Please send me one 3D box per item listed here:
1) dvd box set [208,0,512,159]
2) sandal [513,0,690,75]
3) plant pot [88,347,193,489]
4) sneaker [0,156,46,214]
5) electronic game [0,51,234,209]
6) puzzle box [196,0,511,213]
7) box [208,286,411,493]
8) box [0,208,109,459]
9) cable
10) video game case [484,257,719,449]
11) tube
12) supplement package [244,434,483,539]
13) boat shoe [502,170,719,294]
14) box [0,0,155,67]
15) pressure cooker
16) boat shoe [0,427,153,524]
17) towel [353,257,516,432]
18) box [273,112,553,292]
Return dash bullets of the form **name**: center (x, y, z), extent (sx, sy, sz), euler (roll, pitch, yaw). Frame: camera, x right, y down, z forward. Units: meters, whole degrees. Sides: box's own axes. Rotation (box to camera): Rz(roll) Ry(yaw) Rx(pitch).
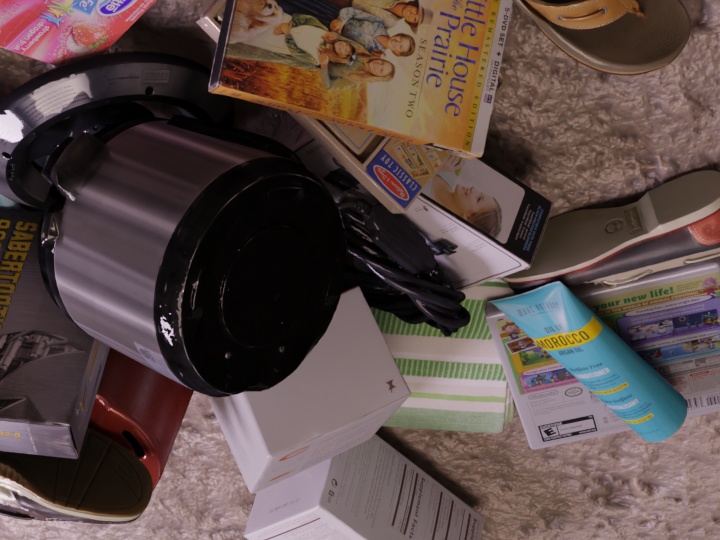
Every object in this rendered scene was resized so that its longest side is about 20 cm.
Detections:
- **dvd box set**: center (0.006, -0.170, 0.973), extent (0.199, 0.147, 0.029), euler (13, 177, -20)
- **sandal**: center (0.147, -0.202, 0.976), extent (0.199, 0.081, 0.054), euler (33, 171, -15)
- **plant pot**: center (-0.222, 0.087, 1.199), extent (0.199, 0.196, 0.202), euler (4, 131, 4)
- **sneaker**: center (-0.293, -0.109, 1.126), extent (0.081, 0.074, 0.201), euler (0, 142, 5)
- **electronic game**: center (-0.193, -0.102, 1.083), extent (0.199, 0.042, 0.200), euler (-16, 157, -7)
- **puzzle box**: center (-0.002, -0.155, 1.001), extent (0.200, 0.133, 0.025), euler (43, 168, -17)
- **box**: center (-0.048, 0.104, 1.170), extent (0.124, 0.098, 0.200), euler (-23, 169, -15)
- **box**: center (-0.272, 0.042, 1.088), extent (0.157, 0.201, 0.049), euler (6, 141, 5)
- **cable**: center (0.000, 0.000, 1.129), extent (0.163, 0.051, 0.200), euler (-1, 149, 48)
- **video game case**: center (0.225, 0.073, 1.230), extent (0.199, 0.022, 0.183), euler (-13, 131, 11)
- **tube**: center (0.198, 0.072, 1.182), extent (0.077, 0.051, 0.200), euler (-22, 129, 41)
- **supplement package**: center (0.007, 0.246, 1.354), extent (0.200, 0.110, 0.113), euler (40, 134, -25)
- **boat shoe**: center (0.211, -0.018, 1.142), extent (0.199, 0.071, 0.063), euler (-20, 128, 18)
- **box**: center (-0.179, -0.238, 0.960), extent (0.102, 0.095, 0.200), euler (15, 138, -44)
- **pressure cooker**: center (-0.133, -0.018, 1.012), extent (0.199, 0.178, 0.177), euler (21, 117, 39)
- **boat shoe**: center (-0.260, 0.157, 1.093), extent (0.199, 0.072, 0.066), euler (15, 140, -4)
- **towel**: center (0.065, 0.069, 1.263), extent (0.151, 0.023, 0.201), euler (3, 132, 5)
- **box**: center (0.035, -0.064, 1.097), extent (0.199, 0.060, 0.116), euler (31, 156, -18)
